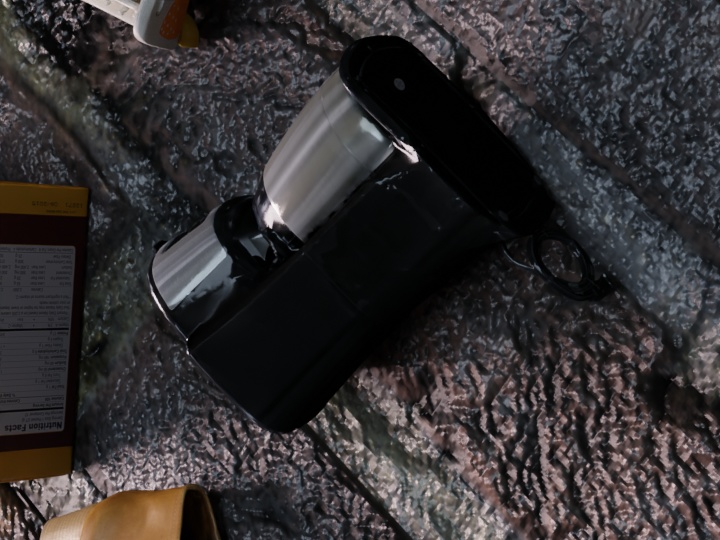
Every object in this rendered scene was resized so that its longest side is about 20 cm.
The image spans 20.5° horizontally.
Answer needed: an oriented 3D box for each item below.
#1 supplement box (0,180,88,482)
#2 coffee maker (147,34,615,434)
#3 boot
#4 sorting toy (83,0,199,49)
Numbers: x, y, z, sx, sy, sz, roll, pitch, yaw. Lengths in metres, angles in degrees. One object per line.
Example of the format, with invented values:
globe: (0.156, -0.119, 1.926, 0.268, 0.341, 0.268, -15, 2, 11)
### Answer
supplement box: (-0.307, 0.035, 1.364, 0.197, 0.133, 0.201, 5, 92, 37)
coffee maker: (0.000, 0.000, 1.133, 0.200, 0.135, 0.192, -46, 65, 28)
boot: (-0.145, 0.242, 1.278, 0.144, 0.071, 0.202, -13, 77, 39)
sorting toy: (-0.142, -0.252, 1.271, 0.200, 0.107, 0.180, 29, 99, 34)
